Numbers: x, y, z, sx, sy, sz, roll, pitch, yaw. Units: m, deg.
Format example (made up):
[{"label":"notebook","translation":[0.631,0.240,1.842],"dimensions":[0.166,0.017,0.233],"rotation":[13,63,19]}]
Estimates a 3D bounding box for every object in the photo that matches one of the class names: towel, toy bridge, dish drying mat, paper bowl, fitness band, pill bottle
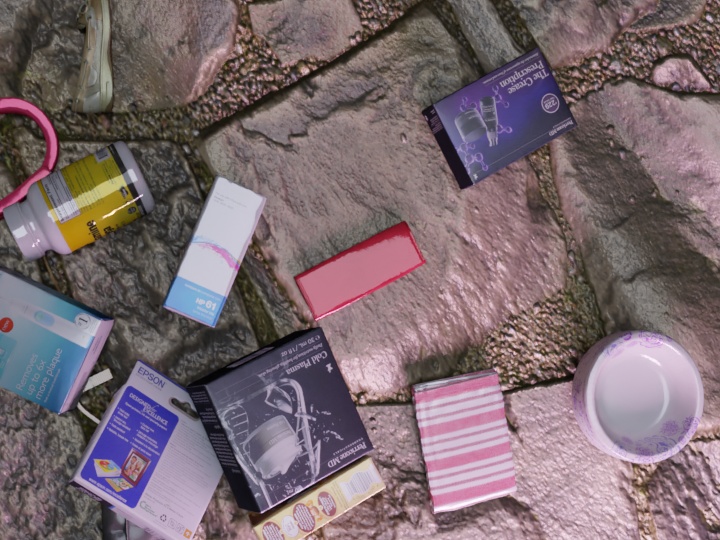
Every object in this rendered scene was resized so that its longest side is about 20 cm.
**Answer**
[{"label":"towel","translation":[0.162,0.265,1.710],"dimensions":[0.144,0.030,0.204],"rotation":[-10,92,-11]},{"label":"toy bridge","translation":[-0.396,0.164,1.608],"dimensions":[0.066,0.027,0.203],"rotation":[-25,91,-10]},{"label":"dish drying mat","translation":[0.000,0.000,1.695],"dimensions":[0.198,0.018,0.078],"rotation":[-27,92,-10]},{"label":"paper bowl","translation":[0.428,0.196,1.721],"dimensions":[0.197,0.104,0.205],"rotation":[0,88,-10]},{"label":"fitness band","translation":[-0.534,-0.161,1.595],"dimensions":[0.199,0.037,0.144],"rotation":[-41,92,-11]},{"label":"pill bottle","translation":[-0.405,-0.095,1.575],"dimensions":[0.198,0.112,0.114],"rotation":[-28,93,-10]}]

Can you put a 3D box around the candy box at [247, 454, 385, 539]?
[{"label":"candy box","translation":[-0.067,0.340,1.617],"dimensions":[0.198,0.115,0.056],"rotation":[-29,92,-10]}]

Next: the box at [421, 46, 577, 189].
[{"label":"box","translation":[0.218,-0.238,1.716],"dimensions":[0.198,0.079,0.143],"rotation":[-30,96,-10]}]

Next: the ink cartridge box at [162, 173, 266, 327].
[{"label":"ink cartridge box","translation":[-0.213,-0.025,1.591],"dimensions":[0.083,0.144,0.203],"rotation":[22,84,-9]}]

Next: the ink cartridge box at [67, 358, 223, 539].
[{"label":"ink cartridge box","translation":[-0.293,0.267,1.586],"dimensions":[0.197,0.047,0.202],"rotation":[36,54,-17]}]

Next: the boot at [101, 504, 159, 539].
[{"label":"boot","translation":[-0.364,0.419,1.582],"dimensions":[0.179,0.072,0.204],"rotation":[-3,95,-24]}]

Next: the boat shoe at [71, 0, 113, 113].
[{"label":"boat shoe","translation":[-0.398,-0.334,1.609],"dimensions":[0.062,0.073,0.205],"rotation":[-3,95,-15]}]

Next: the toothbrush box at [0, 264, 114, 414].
[{"label":"toothbrush box","translation":[-0.473,0.093,1.551],"dimensions":[0.197,0.085,0.148],"rotation":[26,87,2]}]

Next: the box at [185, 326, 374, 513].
[{"label":"box","translation":[-0.118,0.215,1.593],"dimensions":[0.198,0.124,0.199],"rotation":[-26,94,-23]}]
